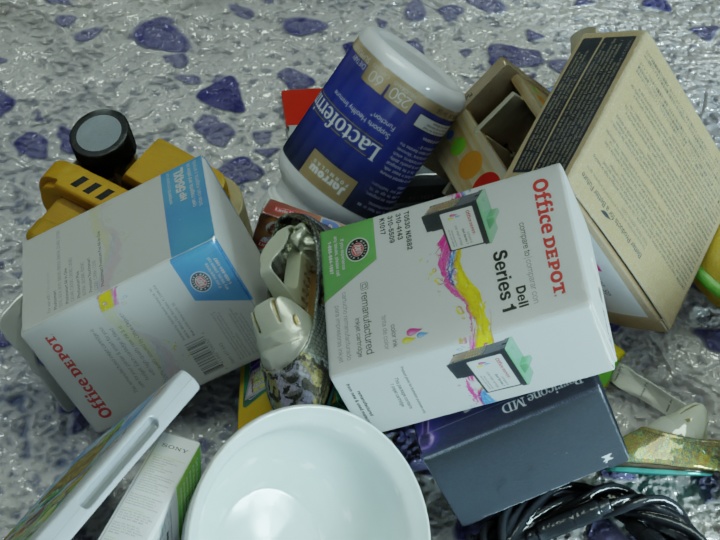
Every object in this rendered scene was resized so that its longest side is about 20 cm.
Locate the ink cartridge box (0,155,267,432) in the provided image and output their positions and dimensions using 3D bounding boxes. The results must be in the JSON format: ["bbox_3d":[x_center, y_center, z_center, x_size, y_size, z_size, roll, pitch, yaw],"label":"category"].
[{"bbox_3d":[-0.185,0.024,1.259,0.198,0.129,0.126,-24,38,6],"label":"ink cartridge box"}]

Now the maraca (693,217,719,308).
[{"bbox_3d":[0.383,-0.012,1.385,0.197,0.108,0.138,2,52,-15],"label":"maraca"}]

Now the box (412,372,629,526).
[{"bbox_3d":[0.108,0.075,1.214,0.146,0.105,0.201,-23,46,7],"label":"box"}]

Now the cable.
[{"bbox_3d":[0.178,0.221,1.165,0.197,0.051,0.164,15,44,14],"label":"cable"}]

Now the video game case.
[{"bbox_3d":[-0.214,0.169,1.111,0.022,0.200,0.182,44,49,-6],"label":"video game case"}]

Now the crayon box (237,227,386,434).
[{"bbox_3d":[-0.041,0.075,1.255,0.058,0.118,0.201,35,33,-29],"label":"crayon box"}]

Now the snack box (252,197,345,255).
[{"bbox_3d":[0.000,0.000,1.341,0.197,0.072,0.024,19,42,-4],"label":"snack box"}]

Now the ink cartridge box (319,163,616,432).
[{"bbox_3d":[0.077,0.021,1.141,0.197,0.084,0.146,-16,47,12],"label":"ink cartridge box"}]

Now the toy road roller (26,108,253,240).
[{"bbox_3d":[-0.206,-0.034,1.374,0.198,0.124,0.146,26,62,24],"label":"toy road roller"}]

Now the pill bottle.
[{"bbox_3d":[-0.004,-0.109,1.389,0.115,0.201,0.116,33,15,-10],"label":"pill bottle"}]

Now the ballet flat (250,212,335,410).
[{"bbox_3d":[-0.056,0.031,1.191,0.071,0.073,0.202,3,47,0],"label":"ballet flat"}]

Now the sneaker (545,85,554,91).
[{"bbox_3d":[0.206,-0.150,1.558,0.197,0.066,0.079,-14,57,-17],"label":"sneaker"}]

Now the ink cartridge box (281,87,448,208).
[{"bbox_3d":[0.004,-0.141,1.545,0.160,0.057,0.202,-4,48,-6],"label":"ink cartridge box"}]

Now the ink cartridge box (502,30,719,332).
[{"bbox_3d":[0.224,-0.075,1.293,0.075,0.200,0.166,8,58,45],"label":"ink cartridge box"}]

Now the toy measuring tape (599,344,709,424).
[{"bbox_3d":[0.197,0.090,1.296,0.199,0.074,0.073,35,51,19],"label":"toy measuring tape"}]

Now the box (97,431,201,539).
[{"bbox_3d":[-0.164,0.233,1.068,0.036,0.146,0.201,16,44,12],"label":"box"}]

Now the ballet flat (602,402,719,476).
[{"bbox_3d":[0.291,0.141,1.240,0.197,0.071,0.071,7,43,0],"label":"ballet flat"}]

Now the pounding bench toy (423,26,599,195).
[{"bbox_3d":[0.177,-0.105,1.383,0.124,0.200,0.157,28,24,-42],"label":"pounding bench toy"}]

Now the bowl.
[{"bbox_3d":[-0.054,0.202,1.115,0.199,0.090,0.204,6,79,-30],"label":"bowl"}]
